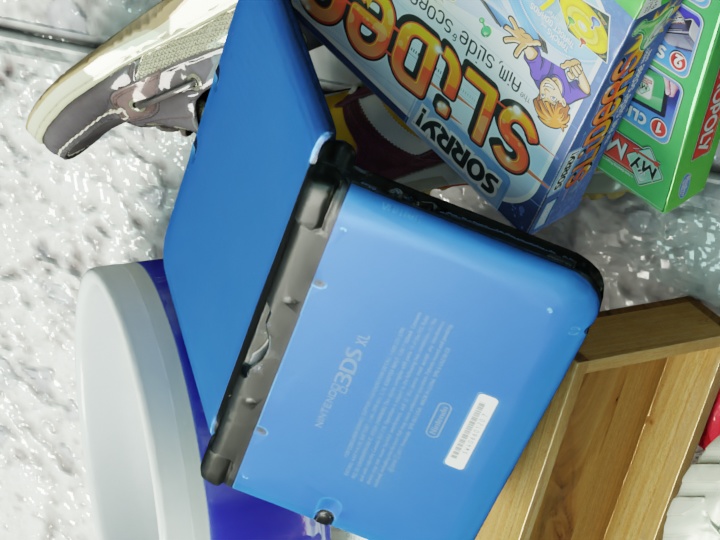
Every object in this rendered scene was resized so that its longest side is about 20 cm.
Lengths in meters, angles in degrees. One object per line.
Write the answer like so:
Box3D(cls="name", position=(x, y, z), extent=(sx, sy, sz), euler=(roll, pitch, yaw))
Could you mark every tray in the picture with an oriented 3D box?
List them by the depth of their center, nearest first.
Box3D(cls="tray", position=(0.094, 0.109, 1.046), extent=(0.037, 0.099, 0.200), euler=(42, 127, 39))

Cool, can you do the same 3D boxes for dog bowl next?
Box3D(cls="dog bowl", position=(-0.079, 0.092, 1.114), extent=(0.200, 0.079, 0.200), euler=(172, 90, -75))

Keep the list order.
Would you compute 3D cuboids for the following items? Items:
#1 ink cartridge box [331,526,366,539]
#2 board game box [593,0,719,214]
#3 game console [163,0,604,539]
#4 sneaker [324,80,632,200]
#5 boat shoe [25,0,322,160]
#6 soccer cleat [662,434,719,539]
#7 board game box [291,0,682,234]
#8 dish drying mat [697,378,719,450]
Box3D(cls="ink cartridge box", position=(0.034, 0.099, 1.094), extent=(0.068, 0.116, 0.200), euler=(20, 129, 22))
Box3D(cls="board game box", position=(0.062, -0.129, 0.887), extent=(0.200, 0.029, 0.135), euler=(37, 137, 27))
Box3D(cls="game console", position=(0.000, 0.000, 0.949), extent=(0.170, 0.118, 0.200), euler=(21, 139, -1))
Box3D(cls="sneaker", position=(0.038, -0.082, 1.003), extent=(0.200, 0.075, 0.090), euler=(-1, 119, 24))
Box3D(cls="boat shoe", position=(-0.078, -0.093, 1.071), extent=(0.200, 0.072, 0.065), euler=(-31, 95, 37))
Box3D(cls="soccer cleat", position=(0.189, 0.087, 0.986), extent=(0.069, 0.078, 0.200), euler=(43, 126, 1))
Box3D(cls="board game box", position=(0.026, -0.127, 0.878), extent=(0.200, 0.034, 0.135), euler=(44, 140, 20))
Box3D(cls="dish drying mat", position=(0.238, 0.109, 1.033), extent=(0.200, 0.018, 0.077), euler=(37, 132, 7))
